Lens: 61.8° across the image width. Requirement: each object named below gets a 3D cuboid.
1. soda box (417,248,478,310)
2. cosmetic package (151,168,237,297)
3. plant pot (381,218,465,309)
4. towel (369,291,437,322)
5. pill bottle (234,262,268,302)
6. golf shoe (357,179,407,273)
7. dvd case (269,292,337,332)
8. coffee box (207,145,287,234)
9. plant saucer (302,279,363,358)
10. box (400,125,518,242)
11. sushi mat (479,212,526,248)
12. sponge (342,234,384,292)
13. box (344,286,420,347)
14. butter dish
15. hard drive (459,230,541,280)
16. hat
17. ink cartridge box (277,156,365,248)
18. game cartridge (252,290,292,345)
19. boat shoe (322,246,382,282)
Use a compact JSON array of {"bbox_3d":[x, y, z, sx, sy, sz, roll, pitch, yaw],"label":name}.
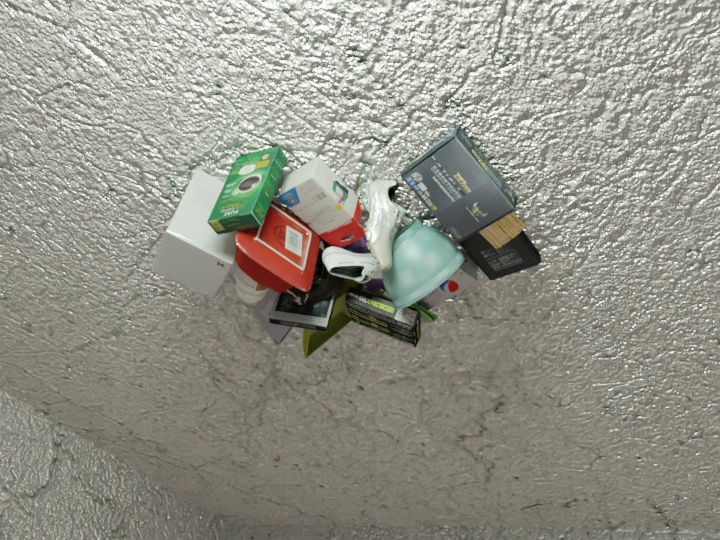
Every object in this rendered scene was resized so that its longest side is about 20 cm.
[{"bbox_3d":[0.201,0.028,1.495,0.067,0.065,0.199,31,139,-23],"label":"soda box"},{"bbox_3d":[-0.362,-0.085,1.406,0.163,0.204,0.167,26,140,-17],"label":"cosmetic package"},{"bbox_3d":[0.121,-0.029,1.367,0.198,0.200,0.136,-31,99,41],"label":"plant pot"},{"bbox_3d":[0.095,0.101,1.579,0.147,0.031,0.199,30,164,-19],"label":"towel"},{"bbox_3d":[-0.265,-0.008,1.543,0.111,0.117,0.201,18,142,-8],"label":"pill bottle"},{"bbox_3d":[0.056,-0.100,1.284,0.095,0.206,0.078,-13,168,15],"label":"golf shoe"},{"bbox_3d":[-0.134,0.062,1.520,0.146,0.203,0.025,7,136,6],"label":"dvd case"},{"bbox_3d":[-0.235,-0.170,1.265,0.120,0.204,0.044,-9,137,25],"label":"coffee box"},{"bbox_3d":[-0.085,0.116,1.616,0.048,0.198,0.202,40,147,20],"label":"plant saucer"},{"bbox_3d":[0.201,-0.171,1.229,0.156,0.052,0.200,-30,112,39],"label":"box"},{"bbox_3d":[0.255,-0.134,1.279,0.199,0.012,0.095,41,132,-11],"label":"sushi mat"},{"bbox_3d":[0.012,-0.027,1.509,0.110,0.030,0.200,-20,131,35],"label":"sponge"},{"bbox_3d":[0.062,0.124,1.583,0.195,0.049,0.194,20,164,15],"label":"box"},{"bbox_3d":[-0.204,-0.035,1.333,0.197,0.203,0.147,33,127,-22],"label":"butter dish"},{"bbox_3d":[0.306,-0.065,1.375,0.137,0.034,0.200,-20,131,35],"label":"hard drive"},{"bbox_3d":[-0.134,-0.022,1.472,0.194,0.081,0.207,-4,111,-10],"label":"hat"},{"bbox_3d":[-0.075,-0.146,1.356,0.114,0.069,0.200,-21,131,36],"label":"ink cartridge box"},{"bbox_3d":[-0.237,0.118,1.698,0.131,0.038,0.200,56,144,11],"label":"game cartridge"},{"bbox_3d":[0.000,0.000,1.433,0.195,0.068,0.074,7,134,-23],"label":"boat shoe"}]
